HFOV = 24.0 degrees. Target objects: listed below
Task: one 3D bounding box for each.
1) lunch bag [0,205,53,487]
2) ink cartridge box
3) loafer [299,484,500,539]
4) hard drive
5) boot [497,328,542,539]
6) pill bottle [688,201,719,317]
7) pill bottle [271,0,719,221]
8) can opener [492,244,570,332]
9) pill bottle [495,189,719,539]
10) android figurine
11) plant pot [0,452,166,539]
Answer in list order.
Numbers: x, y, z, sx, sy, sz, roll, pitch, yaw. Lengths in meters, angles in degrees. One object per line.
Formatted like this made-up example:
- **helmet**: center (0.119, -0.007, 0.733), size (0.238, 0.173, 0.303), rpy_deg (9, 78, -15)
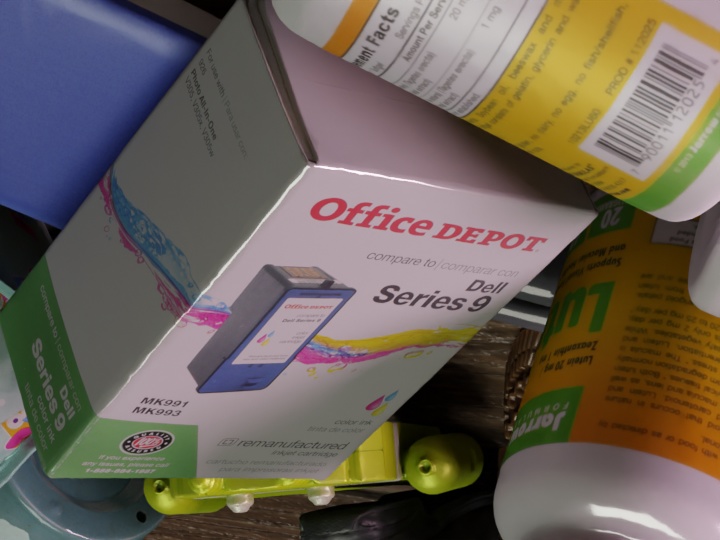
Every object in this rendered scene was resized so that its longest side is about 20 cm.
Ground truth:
- **lunch bag**: center (-0.221, -0.016, 0.767), size (0.200, 0.122, 0.171), rpy_deg (50, -177, -42)
- **ink cartridge box**: center (-0.029, -0.003, 0.664), size (0.145, 0.088, 0.200), rpy_deg (7, 138, -40)
- **loafer**: center (0.035, 0.162, 0.957), size (0.072, 0.073, 0.199), rpy_deg (-11, 174, 36)
- **hard drive**: center (-0.156, -0.085, 0.651), size (0.199, 0.025, 0.132), rpy_deg (24, 138, -18)
- **boot**: center (0.125, 0.092, 0.877), size (0.106, 0.075, 0.201), rpy_deg (0, 145, 4)
- **pill bottle**: center (0.222, -0.009, 0.576), size (0.199, 0.112, 0.111), rpy_deg (18, 152, 5)
- **pill bottle**: center (0.040, -0.106, 0.533), size (0.199, 0.112, 0.111), rpy_deg (26, 151, -8)
- **can opener**: center (0.000, 0.000, 0.789), size (0.199, 0.067, 0.053), rpy_deg (15, 152, 13)
- **pill bottle**: center (0.117, 0.068, 0.671), size (0.110, 0.201, 0.111), rpy_deg (16, 151, 9)
- **android figurine**: center (-0.028, 0.107, 0.921), size (0.181, 0.041, 0.200), rpy_deg (-7, 173, 16)
- **plant pot**: center (-0.218, 0.138, 1.059), size (0.200, 0.201, 0.188), rpy_deg (35, 135, -23)
